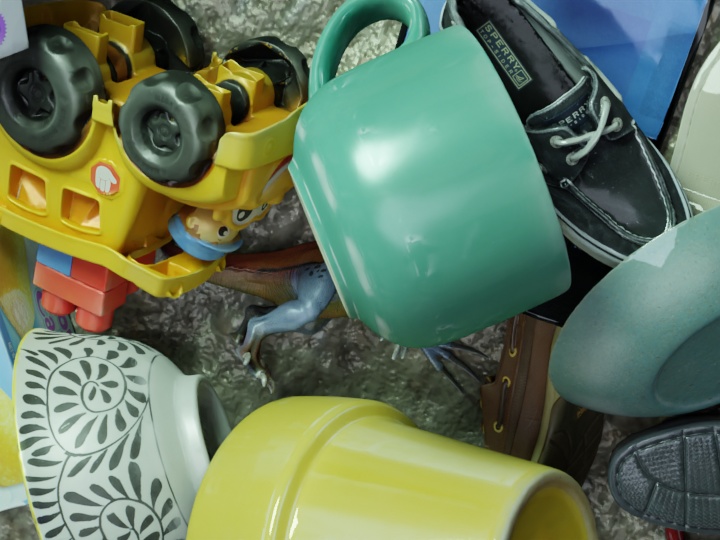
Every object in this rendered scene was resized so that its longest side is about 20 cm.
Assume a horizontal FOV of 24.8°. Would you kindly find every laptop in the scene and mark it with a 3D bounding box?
[{"bbox_3d":[0.094,-0.091,0.950,0.175,0.201,0.104,19,149,4],"label":"laptop"}]

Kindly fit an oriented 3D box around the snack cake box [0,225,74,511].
[{"bbox_3d":[-0.233,0.038,1.033,0.066,0.115,0.202,-14,103,12],"label":"snack cake box"}]

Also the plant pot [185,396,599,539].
[{"bbox_3d":[0.030,0.177,0.954,0.187,0.200,0.203,0,106,34],"label":"plant pot"}]

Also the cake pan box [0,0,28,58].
[{"bbox_3d":[-0.254,-0.221,0.882,0.052,0.184,0.202,-23,125,-29],"label":"cake pan box"}]

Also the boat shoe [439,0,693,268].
[{"bbox_3d":[0.115,-0.083,0.909,0.071,0.068,0.201,-35,84,-2],"label":"boat shoe"}]

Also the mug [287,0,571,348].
[{"bbox_3d":[0.025,-0.046,0.877,0.113,0.186,0.153,-23,125,-2],"label":"mug"}]

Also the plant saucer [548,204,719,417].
[{"bbox_3d":[0.204,0.032,0.929,0.200,0.201,0.039,-36,57,16],"label":"plant saucer"}]

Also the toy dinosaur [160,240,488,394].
[{"bbox_3d":[0.000,0.000,1.004,0.181,0.105,0.200,-40,85,-2],"label":"toy dinosaur"}]

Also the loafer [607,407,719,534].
[{"bbox_3d":[0.245,0.112,0.989,0.198,0.063,0.073,-6,105,2],"label":"loafer"}]

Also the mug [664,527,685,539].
[{"bbox_3d":[0.280,0.210,0.991,0.198,0.134,0.179,-20,103,10],"label":"mug"}]

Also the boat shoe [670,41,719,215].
[{"bbox_3d":[0.222,-0.071,0.962,0.072,0.063,0.202,28,98,20],"label":"boat shoe"}]

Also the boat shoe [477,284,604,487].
[{"bbox_3d":[0.110,0.087,1.022,0.067,0.072,0.202,30,120,34],"label":"boat shoe"}]

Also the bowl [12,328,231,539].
[{"bbox_3d":[-0.128,0.119,0.999,0.093,0.201,0.203,-16,102,6],"label":"bowl"}]

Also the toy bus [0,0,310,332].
[{"bbox_3d":[-0.128,-0.050,0.971,0.198,0.135,0.194,20,114,22],"label":"toy bus"}]
